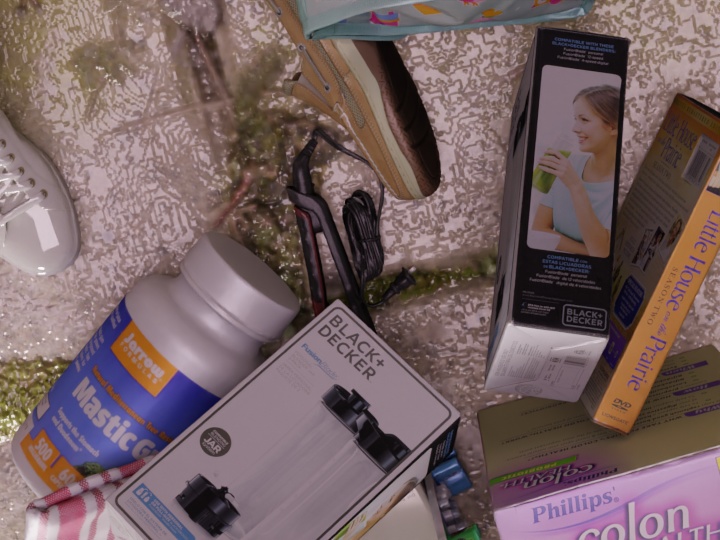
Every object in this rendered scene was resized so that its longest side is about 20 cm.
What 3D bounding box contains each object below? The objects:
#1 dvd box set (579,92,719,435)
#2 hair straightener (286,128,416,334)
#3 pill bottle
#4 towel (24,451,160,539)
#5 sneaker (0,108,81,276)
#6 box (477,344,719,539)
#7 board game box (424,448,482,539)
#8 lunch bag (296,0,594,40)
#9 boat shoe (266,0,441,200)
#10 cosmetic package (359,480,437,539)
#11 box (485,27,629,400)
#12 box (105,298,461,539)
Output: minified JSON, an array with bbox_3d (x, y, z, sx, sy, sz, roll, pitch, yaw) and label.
[{"bbox_3d":[0.189,-0.009,1.107,0.029,0.146,0.201,22,101,-9],"label":"dvd box set"},{"bbox_3d":[0.000,0.000,1.174,0.076,0.041,0.202,-11,97,4],"label":"hair straightener"},{"bbox_3d":[-0.133,0.075,1.151,0.112,0.112,0.200,39,101,-7],"label":"pill bottle"},{"bbox_3d":[-0.131,0.178,1.138,0.199,0.030,0.147,-18,136,-28],"label":"towel"},{"bbox_3d":[-0.258,-0.077,1.136,0.073,0.085,0.201,-32,101,6],"label":"sneaker"},{"bbox_3d":[0.175,0.141,1.112,0.175,0.200,0.097,-16,101,4],"label":"box"},{"bbox_3d":[0.096,0.229,1.132,0.026,0.200,0.201,-24,101,3],"label":"board game box"},{"bbox_3d":[0.045,-0.234,1.061,0.198,0.122,0.172,-9,87,-2],"label":"lunch bag"},{"bbox_3d":[-0.015,-0.132,1.132,0.076,0.072,0.201,-24,90,17],"label":"boat shoe"},{"bbox_3d":[0.034,0.206,1.178,0.073,0.104,0.201,-23,99,2],"label":"cosmetic package"},{"bbox_3d":[0.122,-0.034,1.066,0.060,0.117,0.202,8,68,0],"label":"box"},{"bbox_3d":[-0.047,0.125,1.065,0.200,0.060,0.117,-39,70,-22],"label":"box"}]
